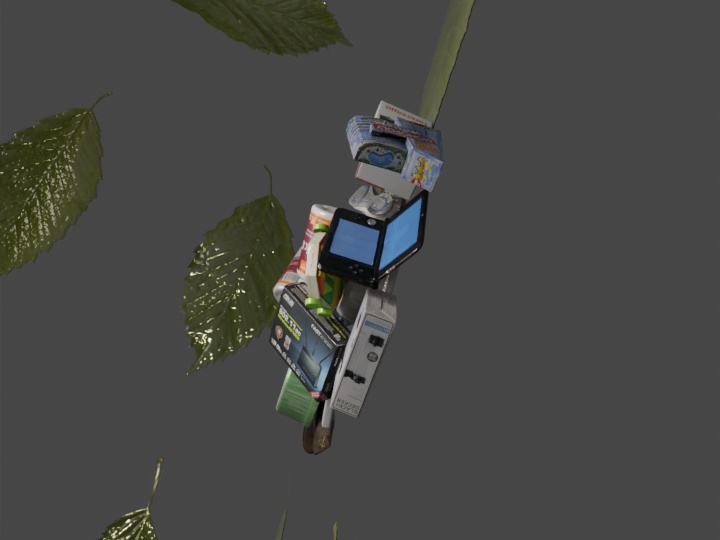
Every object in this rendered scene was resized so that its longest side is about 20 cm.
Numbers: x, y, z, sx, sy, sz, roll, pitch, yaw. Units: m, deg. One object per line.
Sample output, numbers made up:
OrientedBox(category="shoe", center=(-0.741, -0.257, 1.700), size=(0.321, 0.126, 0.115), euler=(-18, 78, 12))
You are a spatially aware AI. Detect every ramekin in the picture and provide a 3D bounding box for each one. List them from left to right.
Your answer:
OrientedBox(category="ramekin", center=(-0.141, 0.277, 1.456), size=(0.200, 0.095, 0.207), euler=(-160, 89, -87))
OrientedBox(category="ramekin", center=(0.015, 0.027, 1.238), size=(0.202, 0.091, 0.209), euler=(-161, 89, -87))

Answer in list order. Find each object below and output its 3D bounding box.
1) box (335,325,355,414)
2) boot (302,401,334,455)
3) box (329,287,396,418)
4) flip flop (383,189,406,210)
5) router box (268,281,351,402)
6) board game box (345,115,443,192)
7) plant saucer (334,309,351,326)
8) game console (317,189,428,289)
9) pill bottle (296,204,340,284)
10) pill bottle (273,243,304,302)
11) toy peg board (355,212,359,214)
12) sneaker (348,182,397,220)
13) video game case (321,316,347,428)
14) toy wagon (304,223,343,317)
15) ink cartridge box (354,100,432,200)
OrientedBox(category="box", center=(-0.018, 0.212, 1.278), size=(0.201, 0.034, 0.113), euler=(-84, 13, -73))
OrientedBox(category="boot", center=(-0.106, 0.420, 1.454), size=(0.200, 0.062, 0.193), euler=(-108, 35, -76))
OrientedBox(category="box", center=(0.006, 0.147, 1.057), size=(0.117, 0.058, 0.206), euler=(-80, 9, -68))
OrientedBox(category="flip flop", center=(0.079, -0.161, 1.435), size=(0.057, 0.079, 0.207), euler=(18, -92, -64))
OrientedBox(category="router box", center=(-0.104, 0.146, 1.212), size=(0.061, 0.199, 0.154), euler=(-10, -49, -43))
OrientedBox(category="board game box", center=(0.080, -0.230, 1.100), size=(0.202, 0.193, 0.063), euler=(-104, 31, -57))
OrientedBox(category="plant saucer", center=(-0.058, 0.043, 1.521), size=(0.038, 0.196, 0.208), euler=(13, -82, -61))
OrientedBox(category="game console", center=(0.025, -0.078, 1.057), size=(0.203, 0.167, 0.121), euler=(-75, 3, -53))
OrientedBox(category="pill bottle", center=(-0.078, -0.032, 1.285), size=(0.114, 0.110, 0.207), euler=(-88, 13, -77))
OrientedBox(category="pill bottle", center=(-0.120, 0.002, 1.436), size=(0.203, 0.112, 0.115), euler=(-58, -2, -27))
OrientedBox(category="toy peg board", center=(0.014, -0.046, 1.804), size=(0.200, 0.095, 0.206), euler=(-126, 53, -67))
OrientedBox(category="sneaker", center=(0.035, -0.144, 1.371), size=(0.074, 0.088, 0.200), euler=(-41, 33, -1))
OrientedBox(category="video game case", center=(-0.057, 0.223, 1.341), size=(0.183, 0.023, 0.207), euler=(-82, 1, -67))
OrientedBox(category="toy wagon", center=(-0.064, 0.009, 1.153), size=(0.200, 0.038, 0.161), euler=(50, -137, -66))
OrientedBox(category="ink cartridge box", center=(0.081, -0.285, 1.365), size=(0.084, 0.141, 0.204), euler=(117, 171, -51))
